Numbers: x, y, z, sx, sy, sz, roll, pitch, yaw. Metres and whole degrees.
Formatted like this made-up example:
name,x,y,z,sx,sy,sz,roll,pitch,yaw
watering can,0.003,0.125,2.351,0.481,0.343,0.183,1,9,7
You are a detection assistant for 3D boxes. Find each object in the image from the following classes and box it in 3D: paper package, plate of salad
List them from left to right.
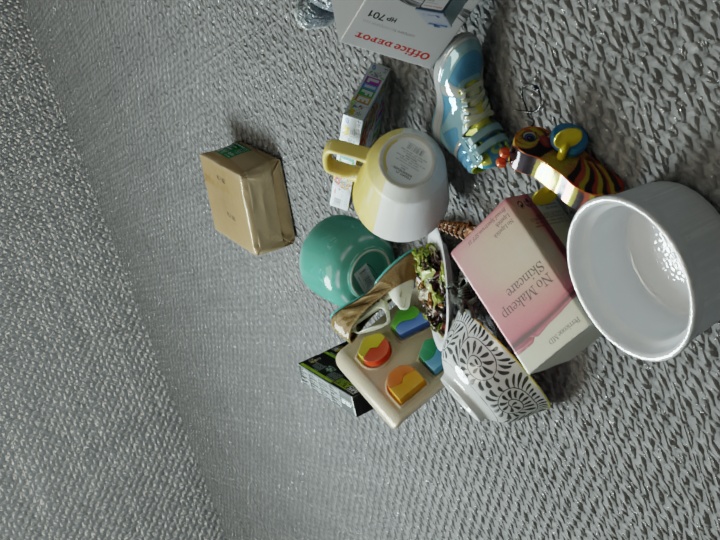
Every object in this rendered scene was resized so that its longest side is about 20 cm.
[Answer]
name,x,y,z,sx,sy,sz,roll,pitch,yaw
paper package,-0.236,-0.156,2.243,0.200,0.103,0.192,30,135,53
plate of salad,0.112,0.027,1.702,0.200,0.047,0.203,178,90,-84

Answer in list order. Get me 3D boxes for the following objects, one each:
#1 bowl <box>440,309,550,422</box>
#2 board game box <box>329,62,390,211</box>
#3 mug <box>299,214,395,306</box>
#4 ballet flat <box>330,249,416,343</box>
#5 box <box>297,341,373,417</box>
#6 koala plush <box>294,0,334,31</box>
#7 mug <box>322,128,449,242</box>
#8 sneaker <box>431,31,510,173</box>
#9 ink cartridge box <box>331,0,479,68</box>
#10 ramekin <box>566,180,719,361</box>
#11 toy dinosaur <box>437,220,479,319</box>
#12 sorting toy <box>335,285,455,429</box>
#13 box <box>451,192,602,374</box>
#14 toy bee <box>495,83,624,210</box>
name,x,y,z,sx,sy,sz,roll,pitch,yaw
bowl,0.182,0.163,1.605,0.201,0.094,0.201,48,176,4
board game box,-0.002,-0.212,1.711,0.034,0.135,0.201,19,141,7
mug,-0.002,-0.010,1.879,0.114,0.184,0.154,26,109,50
ballet flat,0.037,0.052,1.794,0.073,0.199,0.068,56,-166,22
box,0.017,0.175,1.915,0.199,0.192,0.048,22,132,55
koala plush,0.005,-0.407,1.452,0.185,0.199,0.177,61,153,12
mug,0.047,-0.130,1.572,0.153,0.185,0.151,96,161,-76
sneaker,0.160,-0.216,1.451,0.131,0.079,0.201,53,161,31
ink cartridge box,0.072,-0.365,1.343,0.200,0.145,0.087,-52,38,43
ramekin,0.342,-0.006,1.243,0.200,0.097,0.202,43,146,39
toy dinosaur,0.193,-0.011,1.563,0.200,0.101,0.137,57,135,48
sorting toy,0.075,0.137,1.782,0.185,0.200,0.037,45,174,38
box,0.235,0.014,1.411,0.128,0.108,0.201,-47,67,38
toy bee,0.229,-0.136,1.347,0.200,0.108,0.132,38,144,45
